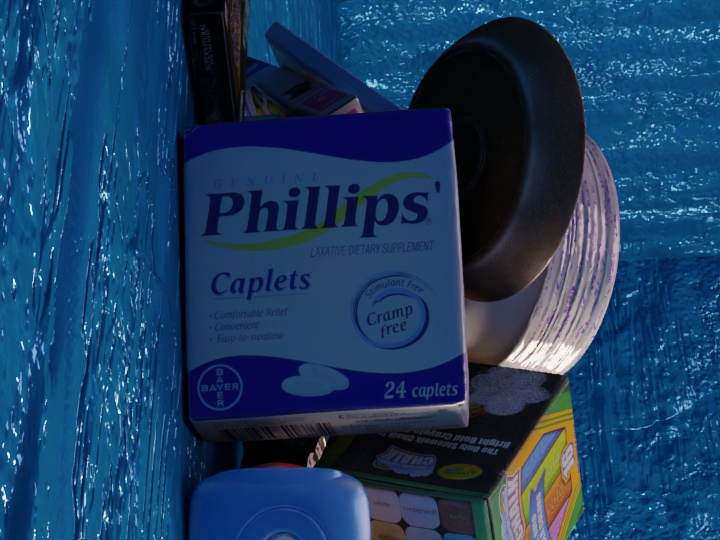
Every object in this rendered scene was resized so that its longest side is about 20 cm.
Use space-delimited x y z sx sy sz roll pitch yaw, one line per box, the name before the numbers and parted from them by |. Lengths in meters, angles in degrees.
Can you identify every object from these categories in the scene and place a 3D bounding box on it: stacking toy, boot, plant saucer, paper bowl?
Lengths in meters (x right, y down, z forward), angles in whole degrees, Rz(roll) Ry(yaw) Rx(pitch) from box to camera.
stacking toy | -0.063 0.181 1.325 0.200 0.115 0.111 160 -70 -81
boot | -0.074 0.147 1.537 0.200 0.074 0.097 -173 -77 -89
plant saucer | 0.082 -0.079 1.384 0.200 0.034 0.202 -15 -108 55
paper bowl | 0.099 -0.018 1.485 0.200 0.104 0.202 -31 -125 57

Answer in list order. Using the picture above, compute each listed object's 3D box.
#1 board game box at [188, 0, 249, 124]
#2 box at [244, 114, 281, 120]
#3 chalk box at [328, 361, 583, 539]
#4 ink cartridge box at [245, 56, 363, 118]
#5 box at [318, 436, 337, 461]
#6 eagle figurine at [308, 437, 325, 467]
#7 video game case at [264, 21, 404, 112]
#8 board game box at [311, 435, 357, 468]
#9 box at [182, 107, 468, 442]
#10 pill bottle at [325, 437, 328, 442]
board game box | -0.103 -0.193 1.462 0.201 0.028 0.136 -91 178 -48
box | -0.081 -0.017 1.527 0.082 0.049 0.201 -80 167 -81
chalk box | 0.060 0.168 1.369 0.200 0.124 0.125 -48 136 -48
ink cartridge box | -0.043 -0.101 1.597 0.200 0.042 0.120 31 -31 57
box | -0.034 0.210 1.551 0.200 0.041 0.119 109 4 -49
eagle figurine | -0.048 0.090 1.704 0.151 0.151 0.201 7 114 -49
video game case | -0.003 -0.123 1.623 0.018 0.143 0.200 -51 164 -7
board game box | 0.016 0.161 1.470 0.200 0.047 0.102 -46 136 -52
box | -0.023 0.005 1.317 0.105 0.183 0.201 72 15 -76
pill bottle | -0.024 0.227 1.878 0.114 0.113 0.201 83 5 -62
